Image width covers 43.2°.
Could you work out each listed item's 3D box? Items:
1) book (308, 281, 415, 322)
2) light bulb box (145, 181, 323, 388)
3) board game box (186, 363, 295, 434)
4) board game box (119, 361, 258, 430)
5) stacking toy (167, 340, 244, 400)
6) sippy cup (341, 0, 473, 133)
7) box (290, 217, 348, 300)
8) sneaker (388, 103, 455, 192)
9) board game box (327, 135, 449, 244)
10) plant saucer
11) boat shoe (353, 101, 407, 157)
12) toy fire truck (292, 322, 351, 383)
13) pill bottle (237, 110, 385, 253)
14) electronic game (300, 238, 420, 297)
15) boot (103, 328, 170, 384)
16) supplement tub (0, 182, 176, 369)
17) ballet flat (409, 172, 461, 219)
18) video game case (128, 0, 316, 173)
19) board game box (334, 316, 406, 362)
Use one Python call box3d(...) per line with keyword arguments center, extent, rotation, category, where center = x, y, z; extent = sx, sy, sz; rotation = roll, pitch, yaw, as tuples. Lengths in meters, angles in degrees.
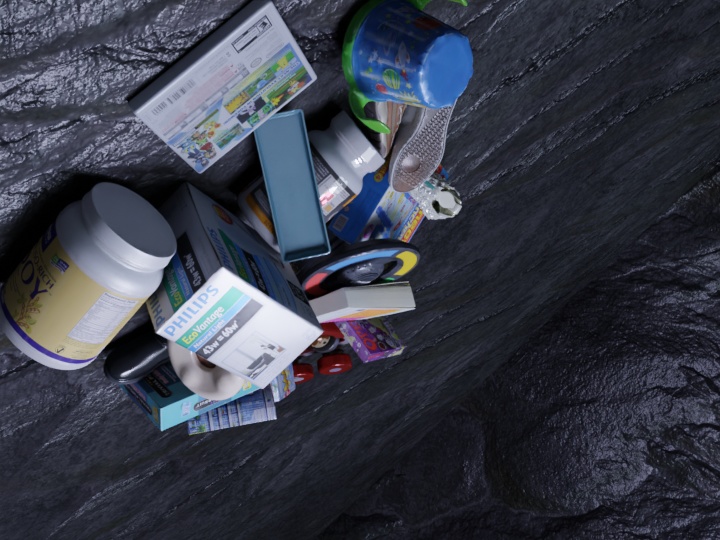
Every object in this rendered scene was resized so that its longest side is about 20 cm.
box3d(center=(-0.017, 0.061, 1.518), extent=(0.133, 0.049, 0.199), rotation=(-19, 170, 33), category="book")
box3d(center=(-0.183, 0.021, 1.217), extent=(0.125, 0.199, 0.200), rotation=(-43, 134, 11), category="light bulb box")
box3d(center=(-0.208, 0.211, 1.595), extent=(0.198, 0.062, 0.200), rotation=(-10, -169, -10), category="board game box")
box3d(center=(-0.281, 0.171, 1.500), extent=(0.199, 0.151, 0.047), rotation=(-20, 129, -37), category="board game box")
box3d(center=(-0.189, 0.099, 1.416), extent=(0.200, 0.146, 0.146), rotation=(-32, 163, -54), category="stacking toy")
box3d(center=(0.067, -0.265, 1.141), extent=(0.139, 0.130, 0.180), rotation=(-14, 122, -38), category="sippy cup")
box3d(center=(-0.065, 0.003, 1.559), extent=(0.200, 0.048, 0.159), rotation=(-42, 154, -25), category="box")
box3d(center=(0.090, -0.216, 1.368), extent=(0.072, 0.085, 0.201), rotation=(10, 118, -25), category="sneaker")
box3d(center=(0.051, -0.115, 1.499), extent=(0.201, 0.056, 0.196), rotation=(-58, 157, 0), category="board game box")
box3d(center=(-0.092, -0.113, 1.223), extent=(0.069, 0.202, 0.019), rotation=(-12, -163, -3), category="plant saucer")
box3d(center=(0.036, -0.232, 1.302), extent=(0.071, 0.076, 0.200), rotation=(-34, 160, -15), category="boat shoe")
box3d(center=(-0.110, 0.133, 1.689), extent=(0.198, 0.113, 0.168), rotation=(-17, 160, 19), category="toy fire truck")
box3d(center=(-0.069, -0.126, 1.292), extent=(0.200, 0.117, 0.116), rotation=(-40, 158, 7), category="pill bottle")
box3d(center=(0.000, 0.000, 1.457), extent=(0.198, 0.042, 0.200), rotation=(-15, 163, -4), category="electronic game")
box3d(center=(-0.305, 0.078, 1.398), extent=(0.164, 0.066, 0.200), rotation=(-28, 161, -43), category="boot")
box3d(center=(-0.332, 0.007, 1.107), extent=(0.200, 0.146, 0.145), rotation=(-46, 157, 19), category="supplement tub")
box3d(center=(0.132, -0.116, 1.506), extent=(0.072, 0.072, 0.200), rotation=(-42, 160, 11), category="ballet flat")
box3d(center=(-0.158, -0.218, 1.096), extent=(0.199, 0.022, 0.182), rotation=(-39, 158, 1), category="video game case")
box3d(center=(-0.010, 0.078, 1.675), extent=(0.119, 0.201, 0.032), rotation=(-10, 146, -50), category="board game box")
